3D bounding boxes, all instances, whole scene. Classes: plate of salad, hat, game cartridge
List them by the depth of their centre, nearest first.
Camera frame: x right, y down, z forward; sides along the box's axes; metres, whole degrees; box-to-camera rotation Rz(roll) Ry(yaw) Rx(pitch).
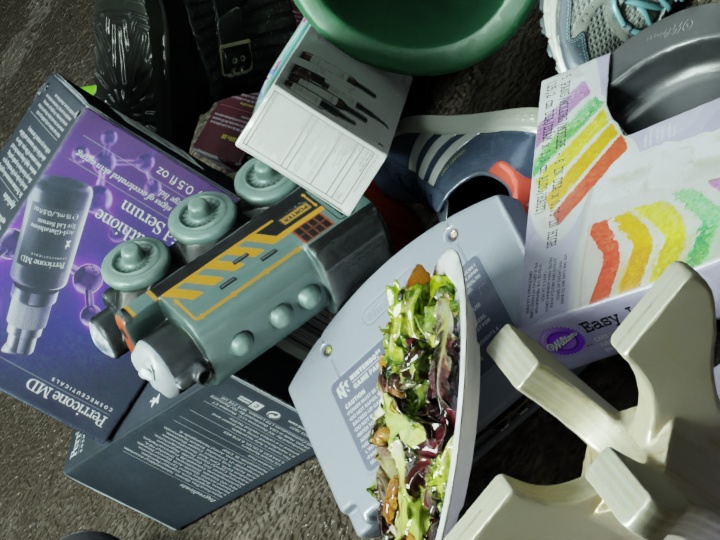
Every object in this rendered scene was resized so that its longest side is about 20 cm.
[{"bbox_3d":[0.027,0.086,1.083,0.200,0.048,0.201,-172,90,-82],"label":"plate of salad"},{"bbox_3d":[0.044,0.053,1.198,0.200,0.041,0.133,-43,59,27],"label":"game cartridge"},{"bbox_3d":[0.060,-0.228,1.325,0.176,0.200,0.166,-58,-8,-67],"label":"hat"}]

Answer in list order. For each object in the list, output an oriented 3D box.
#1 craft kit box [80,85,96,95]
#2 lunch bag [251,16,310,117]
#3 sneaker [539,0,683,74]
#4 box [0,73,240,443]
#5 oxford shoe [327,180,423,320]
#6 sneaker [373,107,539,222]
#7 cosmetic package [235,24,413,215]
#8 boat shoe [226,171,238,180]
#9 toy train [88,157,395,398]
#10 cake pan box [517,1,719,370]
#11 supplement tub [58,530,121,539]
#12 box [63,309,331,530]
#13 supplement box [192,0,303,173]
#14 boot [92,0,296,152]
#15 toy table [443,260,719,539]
[{"bbox_3d":[-0.206,-0.004,1.520,0.048,0.200,0.198,-2,47,29],"label":"craft kit box"},{"bbox_3d":[-0.004,-0.156,1.449,0.200,0.077,0.160,-58,-4,-4],"label":"lunch bag"},{"bbox_3d":[0.178,-0.198,1.236,0.086,0.078,0.200,-6,58,52],"label":"sneaker"},{"bbox_3d":[-0.193,-0.008,1.352,0.200,0.148,0.104,-58,28,4],"label":"box"},{"bbox_3d":[0.000,0.000,1.340,0.073,0.071,0.200,-49,29,26],"label":"oxford shoe"},{"bbox_3d":[0.062,-0.051,1.282,0.200,0.075,0.085,-8,55,58],"label":"sneaker"},{"bbox_3d":[-0.018,-0.103,1.256,0.051,0.082,0.200,-55,6,19],"label":"cosmetic package"},{"bbox_3d":[-0.093,-0.014,1.482,0.200,0.068,0.075,-37,56,46],"label":"boat shoe"},{"bbox_3d":[-0.073,0.002,1.250,0.200,0.085,0.114,-34,43,-19],"label":"toy train"},{"bbox_3d":[0.179,-0.058,1.089,0.184,0.052,0.200,-19,44,34],"label":"cake pan box"},{"bbox_3d":[-0.174,0.260,1.326,0.107,0.107,0.200,-51,28,14],"label":"supplement tub"},{"bbox_3d":[-0.101,0.070,1.397,0.200,0.107,0.149,-33,37,41],"label":"box"},{"bbox_3d":[-0.046,-0.163,1.588,0.200,0.061,0.109,-59,27,-3],"label":"supplement box"},{"bbox_3d":[-0.121,-0.126,1.483,0.079,0.158,0.212,18,111,37],"label":"boot"},{"bbox_3d":[0.136,0.099,0.965,0.200,0.117,0.184,-58,27,-1],"label":"toy table"}]
